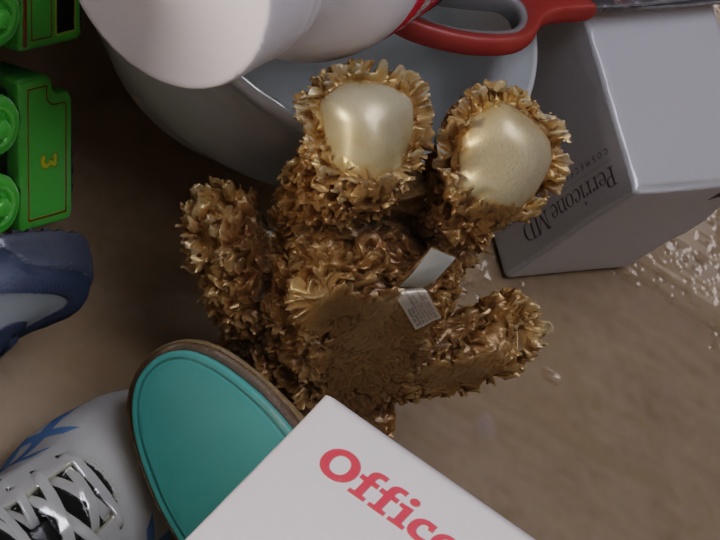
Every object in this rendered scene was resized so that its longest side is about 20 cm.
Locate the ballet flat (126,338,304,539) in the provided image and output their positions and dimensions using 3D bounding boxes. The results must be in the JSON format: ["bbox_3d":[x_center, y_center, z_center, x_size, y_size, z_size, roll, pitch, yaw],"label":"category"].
[{"bbox_3d":[-0.006,0.107,1.004,0.200,0.068,0.072,47,14,14],"label":"ballet flat"}]

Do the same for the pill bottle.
[{"bbox_3d":[-0.007,-0.141,0.987,0.200,0.120,0.120,-36,91,-44],"label":"pill bottle"}]

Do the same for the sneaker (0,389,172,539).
[{"bbox_3d":[-0.120,0.104,0.978,0.072,0.072,0.200,51,51,-2],"label":"sneaker"}]

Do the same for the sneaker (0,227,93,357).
[{"bbox_3d":[-0.169,0.048,0.972,0.200,0.070,0.082,-22,76,-29],"label":"sneaker"}]

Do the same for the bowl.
[{"bbox_3d":[-0.036,-0.104,1.098,0.201,0.090,0.201,24,45,-27],"label":"bowl"}]

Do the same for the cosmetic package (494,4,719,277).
[{"bbox_3d":[0.087,-0.109,1.185,0.071,0.101,0.200,-6,72,-33],"label":"cosmetic package"}]

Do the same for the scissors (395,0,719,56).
[{"bbox_3d":[0.090,-0.102,1.109,0.200,0.014,0.073,9,48,-26],"label":"scissors"}]

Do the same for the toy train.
[{"bbox_3d":[-0.128,-0.106,1.015,0.056,0.042,0.200,-18,119,-43],"label":"toy train"}]

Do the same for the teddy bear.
[{"bbox_3d":[0.000,0.000,1.029,0.145,0.200,0.067,-7,46,-11],"label":"teddy bear"}]

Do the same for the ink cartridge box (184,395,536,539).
[{"bbox_3d":[-0.018,0.157,0.872,0.145,0.083,0.200,34,62,20],"label":"ink cartridge box"}]
